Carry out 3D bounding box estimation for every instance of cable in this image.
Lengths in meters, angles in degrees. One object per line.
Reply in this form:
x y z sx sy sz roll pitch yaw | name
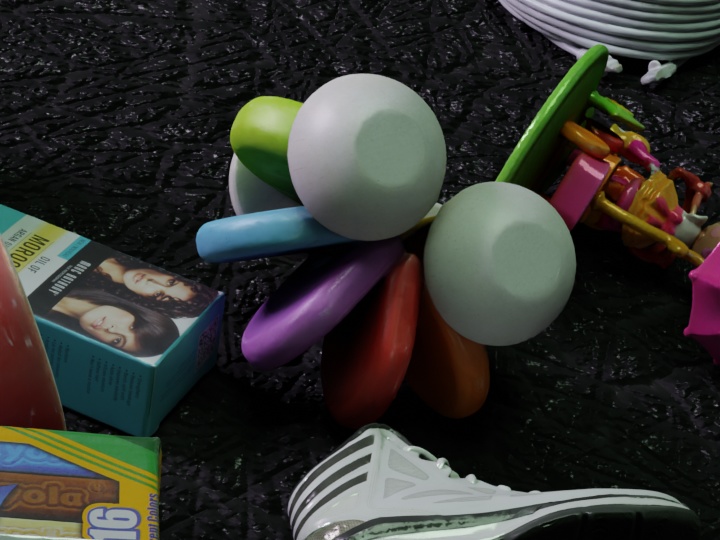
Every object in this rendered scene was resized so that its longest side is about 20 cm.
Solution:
0.188 -0.223 1.600 0.199 0.070 0.199 31 38 28 | cable

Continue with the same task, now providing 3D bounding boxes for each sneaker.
0.059 0.110 1.056 0.199 0.076 0.116 -4 38 -18 | sneaker

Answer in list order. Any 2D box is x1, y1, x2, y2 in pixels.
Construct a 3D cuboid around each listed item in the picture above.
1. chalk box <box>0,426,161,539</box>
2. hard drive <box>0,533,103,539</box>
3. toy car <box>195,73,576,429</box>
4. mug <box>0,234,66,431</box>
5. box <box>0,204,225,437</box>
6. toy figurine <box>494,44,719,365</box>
-0.185 0.144 0.890 0.198 0.125 0.124 7 33 -9 | chalk box
-0.135 0.197 0.790 0.131 0.202 0.025 5 -10 -10 | hard drive
0.000 0.000 1.139 0.200 0.175 0.150 38 75 -14 | toy car
-0.247 0.068 0.990 0.199 0.178 0.134 -20 63 -16 | mug
-0.178 0.015 1.152 0.199 0.049 0.082 21 34 15 | box
0.180 -0.021 1.280 0.183 0.151 0.200 33 12 9 | toy figurine
